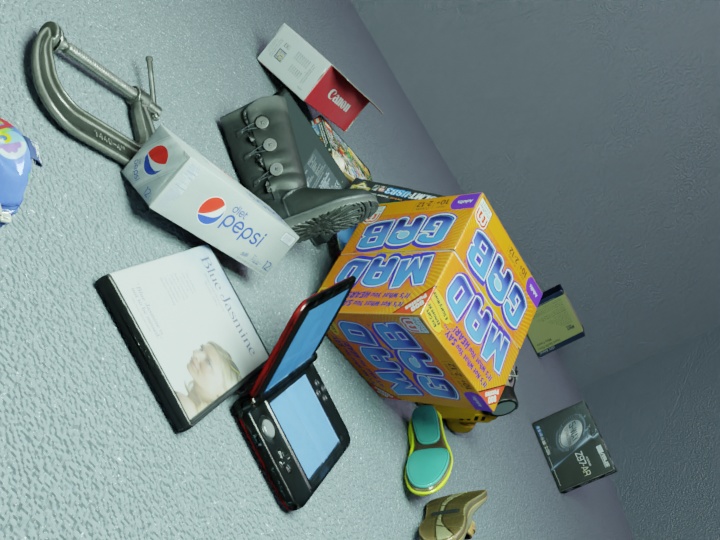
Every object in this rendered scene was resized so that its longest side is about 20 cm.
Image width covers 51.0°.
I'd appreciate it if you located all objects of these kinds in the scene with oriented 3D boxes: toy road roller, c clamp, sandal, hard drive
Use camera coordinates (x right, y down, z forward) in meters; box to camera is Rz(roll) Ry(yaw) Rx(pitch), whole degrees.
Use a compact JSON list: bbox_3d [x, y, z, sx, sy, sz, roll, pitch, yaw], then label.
[{"bbox_3d":[0.164,0.213,1.311,0.198,0.147,0.124,7,47,-24],"label":"toy road roller"},{"bbox_3d":[-0.258,-0.179,0.754,0.200,0.027,0.173,25,45,-67],"label":"c clamp"},{"bbox_3d":[0.126,0.343,1.015,0.200,0.079,0.055,-12,90,-72],"label":"sandal"},{"bbox_3d":[-0.090,-0.158,1.145,0.201,0.033,0.140,55,38,-27],"label":"hard drive"}]

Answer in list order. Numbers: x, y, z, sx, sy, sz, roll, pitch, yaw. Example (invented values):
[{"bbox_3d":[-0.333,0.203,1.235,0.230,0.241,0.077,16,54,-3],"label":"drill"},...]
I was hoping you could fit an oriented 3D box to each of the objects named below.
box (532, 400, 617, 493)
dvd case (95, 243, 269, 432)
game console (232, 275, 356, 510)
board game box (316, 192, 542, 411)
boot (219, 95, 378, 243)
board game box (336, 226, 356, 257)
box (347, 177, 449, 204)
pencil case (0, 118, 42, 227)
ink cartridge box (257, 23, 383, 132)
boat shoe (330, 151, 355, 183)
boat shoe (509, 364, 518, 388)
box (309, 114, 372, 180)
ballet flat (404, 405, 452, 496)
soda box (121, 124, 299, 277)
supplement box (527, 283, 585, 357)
[{"bbox_3d":[0.579,0.479,2.051,0.043,0.159,0.202,37,30,-54],"label":"box"},{"bbox_3d":[-0.154,0.052,0.705,0.144,0.017,0.200,61,16,-2],"label":"dvd case"},{"bbox_3d":[-0.037,0.118,0.784,0.174,0.118,0.200,62,16,1],"label":"game console"},{"bbox_3d":[0.093,0.043,1.026,0.200,0.199,0.201,51,54,-32],"label":"board game box"},{"bbox_3d":[-0.083,-0.143,1.005,0.066,0.163,0.202,95,-24,-65],"label":"boot"},{"bbox_3d":[0.000,0.000,1.241,0.200,0.039,0.159,50,25,-33],"label":"board game box"},{"bbox_3d":[0.089,-0.048,1.182,0.197,0.050,0.201,18,-29,43],"label":"box"},{"bbox_3d":[-0.270,-0.059,0.410,0.087,0.078,0.200,42,13,13],"label":"pencil case"},{"bbox_3d":[-0.067,-0.338,1.394,0.176,0.084,0.200,44,10,20],"label":"ink cartridge box"},{"bbox_3d":[-0.056,-0.168,1.274,0.200,0.069,0.074,36,31,-57],"label":"boat shoe"},{"bbox_3d":[0.366,0.262,1.908,0.072,0.067,0.201,49,22,-44],"label":"boat shoe"},{"bbox_3d":[-0.027,-0.191,1.462,0.200,0.037,0.138,41,26,-52],"label":"box"},{"bbox_3d":[0.100,0.271,1.076,0.200,0.066,0.068,-81,161,-67],"label":"ballet flat"},{"bbox_3d":[-0.151,-0.067,0.793,0.068,0.064,0.200,44,4,34],"label":"soda box"},{"bbox_3d":[0.740,0.195,2.942,0.201,0.199,0.134,61,16,-1],"label":"supplement box"}]
